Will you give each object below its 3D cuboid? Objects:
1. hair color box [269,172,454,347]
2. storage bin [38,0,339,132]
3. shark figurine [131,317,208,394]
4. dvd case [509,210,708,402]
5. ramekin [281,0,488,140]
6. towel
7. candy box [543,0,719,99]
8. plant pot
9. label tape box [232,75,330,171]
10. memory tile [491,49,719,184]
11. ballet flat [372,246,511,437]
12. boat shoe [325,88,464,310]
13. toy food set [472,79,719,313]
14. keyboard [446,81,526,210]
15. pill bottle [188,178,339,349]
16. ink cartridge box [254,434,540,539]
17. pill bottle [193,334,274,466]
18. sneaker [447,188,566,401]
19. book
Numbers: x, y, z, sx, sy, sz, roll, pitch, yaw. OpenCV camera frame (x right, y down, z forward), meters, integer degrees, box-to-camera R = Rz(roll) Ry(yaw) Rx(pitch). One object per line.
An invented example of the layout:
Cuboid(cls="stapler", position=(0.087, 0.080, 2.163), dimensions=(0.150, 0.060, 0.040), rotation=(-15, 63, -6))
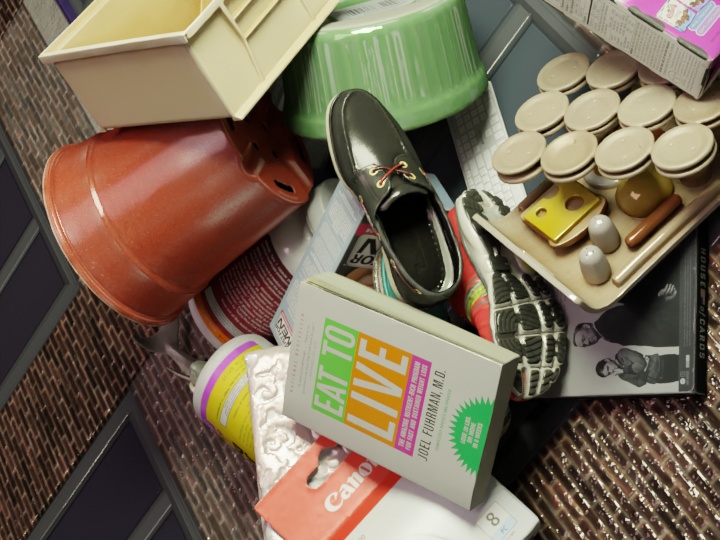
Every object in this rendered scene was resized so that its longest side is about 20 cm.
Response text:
Cuboid(cls="hair color box", position=(0.000, 0.000, 1.262), dimensions=(0.201, 0.098, 0.061), rotation=(-62, 39, 31))
Cuboid(cls="storage bin", position=(-0.144, -0.223, 1.193), dimensions=(0.198, 0.094, 0.199), rotation=(0, 45, 43))
Cuboid(cls="shark figurine", position=(-0.158, 0.101, 1.461), dimensions=(0.090, 0.128, 0.214), rotation=(-46, 27, -8))
Cuboid(cls="dvd case", position=(0.199, 0.034, 1.138), dimensions=(0.198, 0.025, 0.152), rotation=(-7, 74, 42))
Cuboid(cls="ramekin", position=(0.015, -0.204, 1.255), dimensions=(0.199, 0.199, 0.099), rotation=(15, 126, 46))
Cuboid(cls="towel", position=(0.000, 0.152, 1.216), dimensions=(0.197, 0.032, 0.193), rotation=(-6, 69, -2))
Cuboid(cls="candy box", position=(0.229, -0.247, 1.070), dimensions=(0.199, 0.061, 0.137), rotation=(37, 71, 16))
Cuboid(cls="plant pot", position=(-0.162, -0.081, 1.278), dimensions=(0.194, 0.200, 0.203), rotation=(-30, 58, 23))
Cuboid(cls="label tape box", position=(-0.099, -0.199, 1.378), dimensions=(0.063, 0.199, 0.146), rotation=(27, 98, 45))
Cuboid(cls="memory tile", position=(0.213, -0.128, 1.095), dimensions=(0.198, 0.017, 0.154), rotation=(2, 49, 39))
Cuboid(cls="ballet flat", position=(0.059, 0.074, 1.190), dimensions=(0.201, 0.067, 0.075), rotation=(58, 143, 19))
Cuboid(cls="boat shoe", position=(0.032, -0.066, 1.141), dimensions=(0.203, 0.073, 0.063), rotation=(68, 162, 4))
Cuboid(cls="toy food set", position=(0.204, -0.072, 1.096), dimensions=(0.200, 0.061, 0.143), rotation=(-42, 46, -7))
Cuboid(cls="keyboard", position=(0.125, -0.083, 1.258), dimensions=(0.056, 0.011, 0.202), rotation=(-34, 57, 34))
Cuboid(cls="pill bottle", position=(-0.076, -0.003, 1.363), dimensions=(0.199, 0.112, 0.114), rotation=(-37, 55, 32))
Cuboid(cls="ink cartridge box", position=(0.029, 0.209, 1.145), dimensions=(0.200, 0.047, 0.160), rotation=(41, 77, 16))
Cuboid(cls="pill bottle", position=(-0.064, 0.154, 1.299), dimensions=(0.199, 0.104, 0.105), rotation=(35, 103, 31))
Cuboid(cls="sneaker", position=(0.116, 0.029, 1.163), dimensions=(0.085, 0.076, 0.202), rotation=(-50, 44, 46))
Cuboid(cls="book", position=(0.029, 0.099, 1.135), dimensions=(0.198, 0.048, 0.135), rotation=(22, 111, 29))
